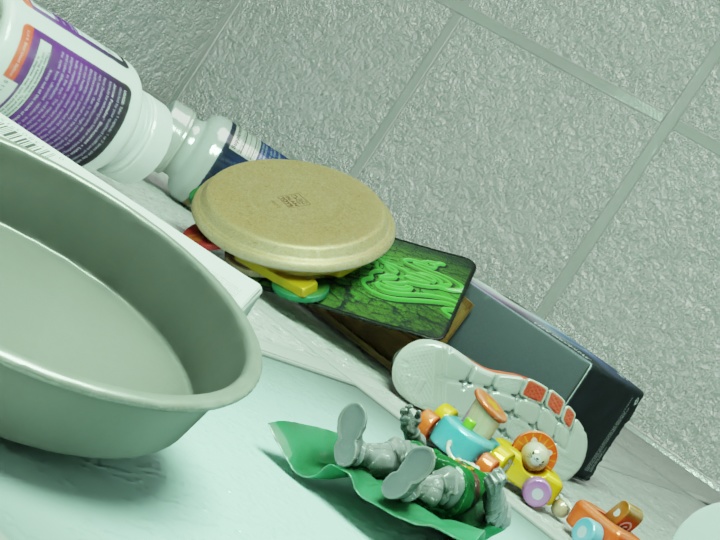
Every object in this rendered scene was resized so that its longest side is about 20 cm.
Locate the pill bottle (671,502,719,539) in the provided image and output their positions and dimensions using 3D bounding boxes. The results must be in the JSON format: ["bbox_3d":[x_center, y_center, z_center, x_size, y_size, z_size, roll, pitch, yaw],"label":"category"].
[{"bbox_3d":[0.304,0.234,0.914,0.200,0.114,0.114,30,5,-43],"label":"pill bottle"}]

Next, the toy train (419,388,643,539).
[{"bbox_3d":[0.136,0.153,0.963,0.200,0.056,0.150,32,3,-28],"label":"toy train"}]

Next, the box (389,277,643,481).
[{"bbox_3d":[0.157,0.105,1.299,0.200,0.123,0.198,35,5,29],"label":"box"}]

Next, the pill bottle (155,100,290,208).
[{"bbox_3d":[-0.152,-0.108,1.475,0.200,0.111,0.111,32,4,-17],"label":"pill bottle"}]

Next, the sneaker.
[{"bbox_3d":[0.114,0.117,1.143,0.200,0.077,0.082,34,-3,-10],"label":"sneaker"}]

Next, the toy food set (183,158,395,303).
[{"bbox_3d":[-0.067,-0.046,1.195,0.200,0.049,0.198,30,36,28],"label":"toy food set"}]

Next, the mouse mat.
[{"bbox_3d":[0.000,0.000,1.194,0.200,0.008,0.161,17,31,9],"label":"mouse mat"}]

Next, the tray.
[{"bbox_3d":[0.008,0.020,1.266,0.200,0.099,0.037,36,-1,35],"label":"tray"}]

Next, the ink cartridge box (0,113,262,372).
[{"bbox_3d":[-0.159,-0.012,0.631,0.200,0.045,0.176,33,15,1],"label":"ink cartridge box"}]

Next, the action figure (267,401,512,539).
[{"bbox_3d":[0.041,0.114,0.694,0.118,0.055,0.200,32,-2,24],"label":"action figure"}]

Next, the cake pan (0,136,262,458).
[{"bbox_3d":[-0.131,0.002,0.480,0.200,0.037,0.200,31,14,-9],"label":"cake pan"}]

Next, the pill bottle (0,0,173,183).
[{"bbox_3d":[-0.257,-0.149,1.078,0.111,0.112,0.200,37,4,43],"label":"pill bottle"}]
